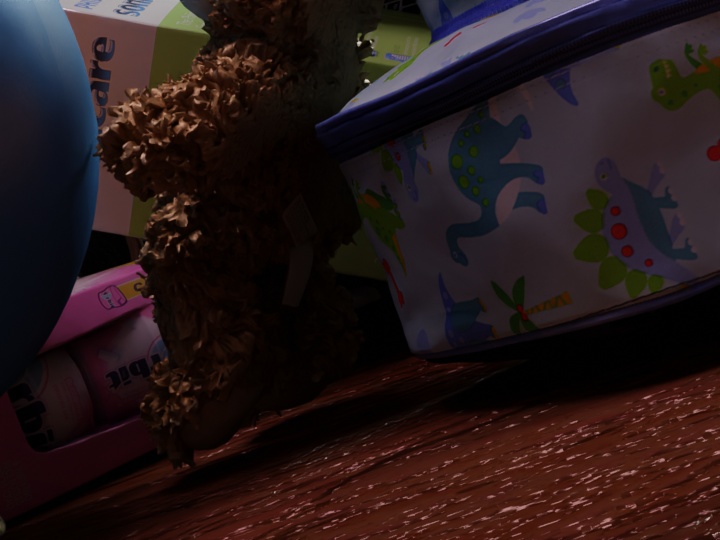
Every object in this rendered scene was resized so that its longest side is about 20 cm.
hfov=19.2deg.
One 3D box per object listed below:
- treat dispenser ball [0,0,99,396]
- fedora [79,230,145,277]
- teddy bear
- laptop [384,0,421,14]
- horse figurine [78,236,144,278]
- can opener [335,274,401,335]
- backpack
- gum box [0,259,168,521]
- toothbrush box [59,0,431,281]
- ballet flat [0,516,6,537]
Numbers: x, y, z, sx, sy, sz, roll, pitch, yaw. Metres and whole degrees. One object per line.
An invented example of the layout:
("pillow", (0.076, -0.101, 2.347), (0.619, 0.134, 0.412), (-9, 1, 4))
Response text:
("treat dispenser ball", (-0.178, -0.033, 0.632), (0.200, 0.201, 0.201), (-19, 4, 1))
("fedora", (-0.150, 0.008, 1.041), (0.200, 0.201, 0.092), (-16, 38, 41))
("teddy bear", (-0.037, -0.036, 0.679), (0.067, 0.200, 0.145), (16, 35, 29))
("laptop", (0.067, -0.104, 0.907), (0.199, 0.116, 0.187), (-18, -19, -9))
("horse figurine", (-0.056, -0.009, 0.945), (0.200, 0.133, 0.050), (-48, 1, -36))
("can opener", (0.000, 0.000, 0.893), (0.053, 0.067, 0.200), (-14, 1, 43))
("backpack", (0.090, -0.060, 0.633), (0.200, 0.147, 0.183), (-26, 4, -33))
("gum box", (-0.142, 0.050, 0.811), (0.113, 0.066, 0.200), (-24, 6, -37))
("toothbrush box", (-0.019, -0.058, 0.843), (0.199, 0.086, 0.146), (11, 15, 0))
("ballet flat", (-0.130, 0.065, 0.538), (0.072, 0.072, 0.200), (-20, 4, -6))
